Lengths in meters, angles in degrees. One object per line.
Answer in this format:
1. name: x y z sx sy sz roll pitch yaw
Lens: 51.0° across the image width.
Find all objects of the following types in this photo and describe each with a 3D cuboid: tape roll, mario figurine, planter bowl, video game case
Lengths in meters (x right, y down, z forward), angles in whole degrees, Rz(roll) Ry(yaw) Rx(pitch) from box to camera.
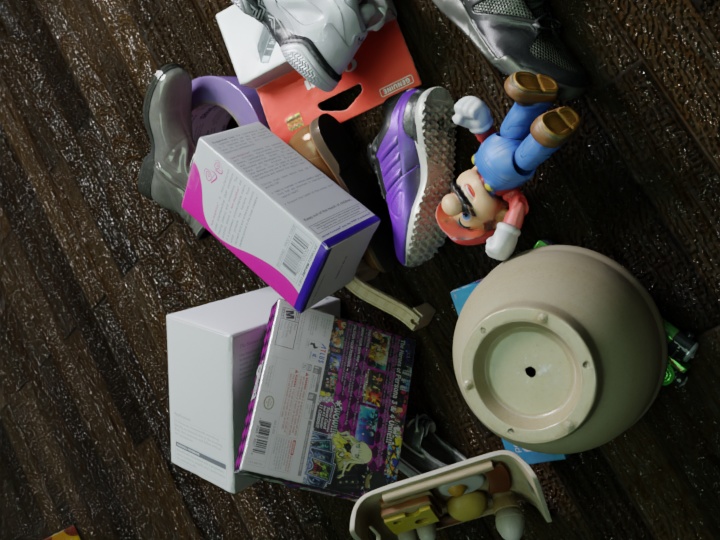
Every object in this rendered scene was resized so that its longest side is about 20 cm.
1. tape roll: -0.168 -0.156 1.007 0.200 0.085 0.201 9 106 36
2. mario figurine: 0.124 -0.092 0.741 0.106 0.124 0.200 19 141 -6
3. planter bowl: 0.168 0.081 0.693 0.200 0.135 0.201 3 97 28
4. video game case: -0.034 0.151 0.862 0.036 0.181 0.201 138 146 -60

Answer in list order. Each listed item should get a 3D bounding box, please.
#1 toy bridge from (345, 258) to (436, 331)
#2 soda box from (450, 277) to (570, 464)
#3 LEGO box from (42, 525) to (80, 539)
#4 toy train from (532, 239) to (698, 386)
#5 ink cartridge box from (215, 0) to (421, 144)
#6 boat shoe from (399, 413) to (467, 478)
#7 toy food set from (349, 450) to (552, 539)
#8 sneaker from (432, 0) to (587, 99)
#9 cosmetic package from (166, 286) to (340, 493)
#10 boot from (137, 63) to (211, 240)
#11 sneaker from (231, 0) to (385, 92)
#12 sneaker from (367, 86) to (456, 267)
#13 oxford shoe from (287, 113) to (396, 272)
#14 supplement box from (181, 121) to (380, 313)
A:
1. toy bridge: 0.000 0.000 0.921 0.200 0.067 0.027 44 123 22
2. soda box: 0.170 0.102 0.813 0.068 0.064 0.201 -21 87 39
3. LEGO box: -0.602 0.644 1.534 0.149 0.077 0.200 -40 75 37
4. toy train: 0.246 0.038 0.756 0.200 0.042 0.056 39 111 24
5. ink cartridge box: -0.051 -0.258 0.877 0.200 0.044 0.174 -22 85 18
6. boat shoe: 0.069 0.208 0.922 0.200 0.072 0.071 38 113 13
7. toy food set: 0.100 0.268 0.812 0.199 0.144 0.061 -20 51 7
8. sneaker: 0.160 -0.259 0.731 0.200 0.076 0.114 54 133 22
9. cosmetic package: -0.133 0.139 0.971 0.123 0.199 0.201 14 108 35
10. boot: -0.210 -0.148 0.956 0.130 0.068 0.200 32 126 23
11. sneaker: -0.065 -0.301 0.820 0.115 0.075 0.200 -43 85 15
12. sneaker: 0.052 -0.108 0.862 0.099 0.069 0.201 15 105 42
13. oxford shoe: -0.020 -0.083 0.902 0.071 0.071 0.200 -23 99 33
14. supplement box: -0.093 -0.065 0.853 0.200 0.103 0.101 40 130 16
